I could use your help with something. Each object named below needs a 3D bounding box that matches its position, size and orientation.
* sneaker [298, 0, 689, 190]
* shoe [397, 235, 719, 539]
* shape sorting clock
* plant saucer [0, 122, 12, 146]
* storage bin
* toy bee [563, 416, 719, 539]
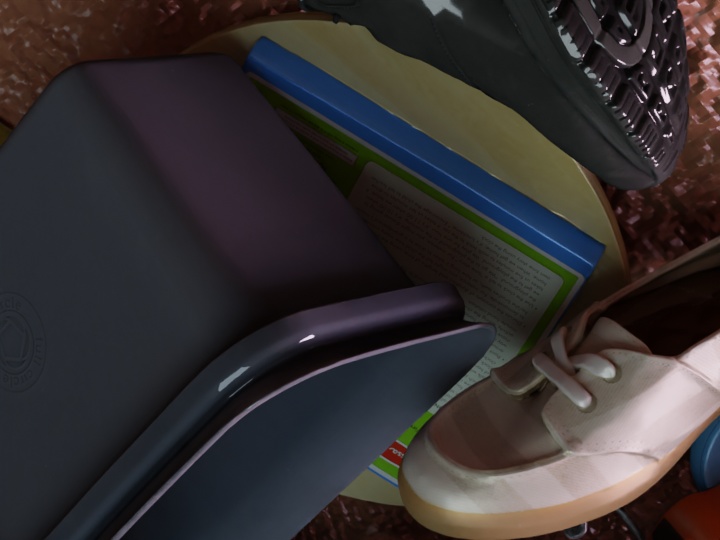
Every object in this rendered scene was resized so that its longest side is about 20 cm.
[{"bbox_3d":[0.026,-0.100,0.674,0.091,0.076,0.200,-30,108,41],"label":"sneaker"},{"bbox_3d":[0.096,0.023,0.695,0.199,0.070,0.054,-24,124,-22],"label":"shoe"},{"bbox_3d":[0.000,0.000,0.765,0.198,0.039,0.202,9,121,15],"label":"shape sorting clock"},{"bbox_3d":[-0.245,-0.024,0.805,0.199,0.049,0.200,37,126,-14],"label":"plant saucer"},{"bbox_3d":[-0.070,0.027,0.715,0.200,0.145,0.135,-45,70,34],"label":"storage bin"},{"bbox_3d":[0.139,0.096,0.747,0.198,0.131,0.110,-1,115,3],"label":"toy bee"}]
